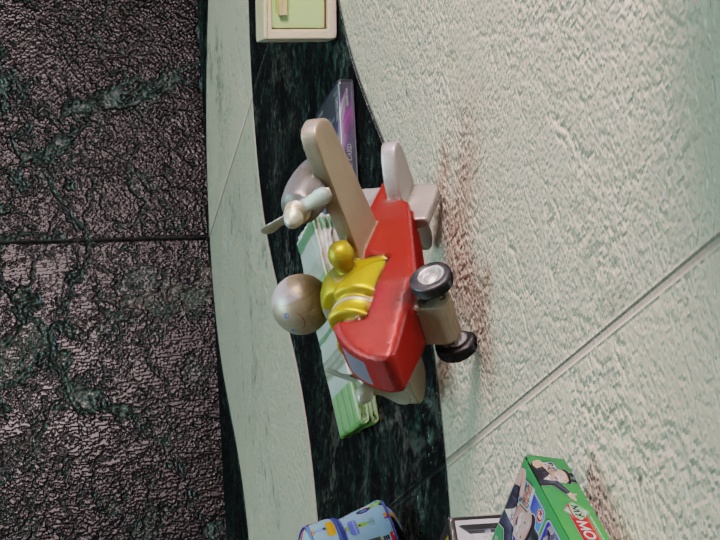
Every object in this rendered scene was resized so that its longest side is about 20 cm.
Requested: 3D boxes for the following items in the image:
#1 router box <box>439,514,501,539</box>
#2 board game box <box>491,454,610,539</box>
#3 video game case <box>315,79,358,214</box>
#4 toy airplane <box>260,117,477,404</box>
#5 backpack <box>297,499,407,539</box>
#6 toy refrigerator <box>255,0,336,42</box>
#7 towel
[{"bbox_3d":[0.076,0.276,1.250,0.201,0.052,0.158,103,161,-55],"label":"router box"},{"bbox_3d":[0.093,0.225,1.059,0.135,0.029,0.201,-118,40,-53],"label":"board game box"},{"bbox_3d":[-0.021,-0.071,1.836,0.143,0.019,0.202,142,127,-77],"label":"video game case"},{"bbox_3d":[0.000,0.000,1.380,0.199,0.140,0.202,33,-141,-79],"label":"toy airplane"},{"bbox_3d":[-0.019,0.299,1.571,0.183,0.133,0.201,-108,22,-54],"label":"backpack"},{"bbox_3d":[-0.066,-0.331,1.883,0.070,0.075,0.202,-159,68,-79],"label":"toy refrigerator"},{"bbox_3d":[-0.019,0.052,1.768,0.149,0.030,0.202,129,129,-78],"label":"towel"}]
